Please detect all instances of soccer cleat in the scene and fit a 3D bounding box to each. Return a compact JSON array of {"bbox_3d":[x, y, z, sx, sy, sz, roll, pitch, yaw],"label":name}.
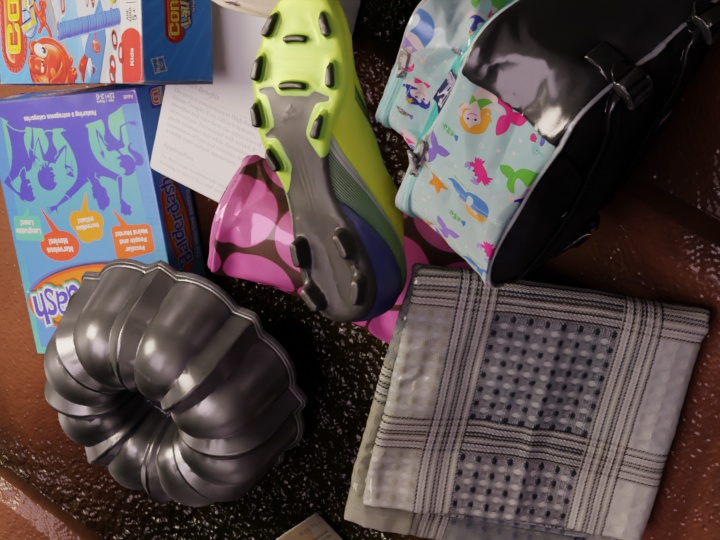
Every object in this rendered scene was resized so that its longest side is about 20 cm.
[{"bbox_3d":[-0.015,-0.069,1.002,0.065,0.084,0.200,-6,98,30],"label":"soccer cleat"}]

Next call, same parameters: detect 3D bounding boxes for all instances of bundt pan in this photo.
[{"bbox_3d":[-0.143,0.092,1.209,0.202,0.076,0.202,17,134,19],"label":"bundt pan"}]

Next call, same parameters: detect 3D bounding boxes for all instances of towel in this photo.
[{"bbox_3d":[0.102,0.098,1.059,0.193,0.035,0.200,9,118,-9],"label":"towel"}]

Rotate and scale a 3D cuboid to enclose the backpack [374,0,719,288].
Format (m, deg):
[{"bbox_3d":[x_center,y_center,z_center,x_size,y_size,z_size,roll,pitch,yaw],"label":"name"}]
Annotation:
[{"bbox_3d":[0.100,-0.094,0.967,0.151,0.178,0.200,38,147,18],"label":"backpack"}]

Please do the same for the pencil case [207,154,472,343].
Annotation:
[{"bbox_3d":[0.000,0.000,1.086,0.200,0.091,0.094,24,152,-1],"label":"pencil case"}]

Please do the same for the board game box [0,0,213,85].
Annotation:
[{"bbox_3d":[-0.177,-0.224,1.137,0.196,0.056,0.200,7,100,51],"label":"board game box"}]

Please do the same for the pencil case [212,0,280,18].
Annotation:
[{"bbox_3d":[-0.034,-0.245,0.980,0.089,0.078,0.200,19,121,8],"label":"pencil case"}]

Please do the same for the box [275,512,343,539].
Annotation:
[{"bbox_3d":[-0.005,0.285,1.220,0.200,0.078,0.095,44,124,15],"label":"box"}]

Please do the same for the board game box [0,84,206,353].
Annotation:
[{"bbox_3d":[-0.193,-0.037,1.263,0.152,0.045,0.200,-2,105,33],"label":"board game box"}]

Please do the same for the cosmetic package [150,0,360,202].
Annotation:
[{"bbox_3d":[-0.067,-0.145,1.133,0.102,0.074,0.200,27,116,23],"label":"cosmetic package"}]
